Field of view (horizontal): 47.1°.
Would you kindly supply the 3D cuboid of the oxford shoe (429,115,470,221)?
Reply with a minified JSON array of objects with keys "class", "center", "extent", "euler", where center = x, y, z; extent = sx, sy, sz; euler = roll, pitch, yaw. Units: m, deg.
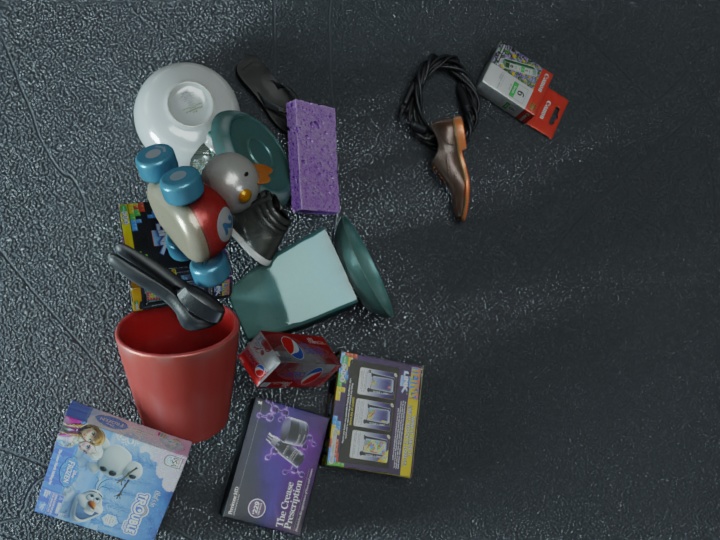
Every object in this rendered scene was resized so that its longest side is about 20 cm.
[{"class":"oxford shoe","center":[0.175,-0.196,1.622],"extent":[0.071,0.071,0.205],"euler":[-7,93,2]}]

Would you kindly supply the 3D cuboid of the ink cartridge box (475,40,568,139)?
[{"class":"ink cartridge box","center":[0.345,-0.374,1.718],"extent":[0.198,0.050,0.110],"euler":[31,72,-7]}]

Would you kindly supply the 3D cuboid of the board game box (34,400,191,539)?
[{"class":"board game box","center":[-0.390,0.325,1.301],"extent":[0.196,0.044,0.203],"euler":[20,114,-11]}]

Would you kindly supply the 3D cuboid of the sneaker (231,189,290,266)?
[{"class":"sneaker","center":[-0.196,-0.111,1.380],"extent":[0.200,0.071,0.100],"euler":[43,98,10]}]

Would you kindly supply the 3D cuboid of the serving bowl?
[{"class":"serving bowl","center":[-0.311,-0.291,1.502],"extent":[0.196,0.066,0.205],"euler":[4,77,-15]}]

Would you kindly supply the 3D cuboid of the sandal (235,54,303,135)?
[{"class":"sandal","center":[-0.158,-0.326,1.565],"extent":[0.199,0.043,0.076],"euler":[41,70,-5]}]

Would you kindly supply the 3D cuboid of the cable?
[{"class":"cable","center":[0.172,-0.343,1.661],"extent":[0.161,0.051,0.203],"euler":[28,72,-9]}]

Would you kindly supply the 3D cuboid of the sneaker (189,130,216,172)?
[{"class":"sneaker","center":[-0.228,-0.155,1.495],"extent":[0.091,0.078,0.200],"euler":[-40,110,10]}]

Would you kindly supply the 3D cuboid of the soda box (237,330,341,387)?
[{"class":"soda box","center":[-0.116,0.152,1.395],"extent":[0.063,0.199,0.070],"euler":[-45,65,15]}]

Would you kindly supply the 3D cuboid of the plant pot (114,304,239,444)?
[{"class":"plant pot","center":[-0.288,0.167,1.336],"extent":[0.196,0.201,0.181],"euler":[-8,115,-17]}]

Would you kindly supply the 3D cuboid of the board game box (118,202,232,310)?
[{"class":"board game box","center":[-0.315,-0.034,1.394],"extent":[0.162,0.057,0.202],"euler":[-9,49,-17]}]

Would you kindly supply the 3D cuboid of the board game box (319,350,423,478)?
[{"class":"board game box","center":[0.021,0.260,1.489],"extent":[0.162,0.057,0.204],"euler":[12,75,-16]}]

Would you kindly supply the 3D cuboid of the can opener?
[{"class":"can opener","center":[-0.297,0.022,1.274],"extent":[0.198,0.079,0.064],"euler":[35,30,-4]}]

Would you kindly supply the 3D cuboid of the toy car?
[{"class":"toy car","center":[-0.213,-0.116,1.275],"extent":[0.198,0.176,0.187],"euler":[-31,132,-22]}]

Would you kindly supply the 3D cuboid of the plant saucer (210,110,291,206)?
[{"class":"plant saucer","center":[-0.185,-0.203,1.473],"extent":[0.199,0.027,0.203],"euler":[40,33,-33]}]

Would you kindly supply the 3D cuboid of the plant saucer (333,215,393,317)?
[{"class":"plant saucer","center":[0.000,0.000,1.479],"extent":[0.035,0.200,0.203],"euler":[-26,86,8]}]

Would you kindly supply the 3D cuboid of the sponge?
[{"class":"sponge","center":[-0.087,-0.207,1.530],"extent":[0.110,0.029,0.205],"euler":[2,83,-51]}]

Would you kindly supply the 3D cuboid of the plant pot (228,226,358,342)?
[{"class":"plant pot","center":[-0.127,0.040,1.450],"extent":[0.197,0.141,0.143],"euler":[-25,86,-11]}]

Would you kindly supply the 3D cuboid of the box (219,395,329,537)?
[{"class":"box","center":[-0.147,0.334,1.415],"extent":[0.138,0.079,0.204],"euler":[16,75,-9]}]
